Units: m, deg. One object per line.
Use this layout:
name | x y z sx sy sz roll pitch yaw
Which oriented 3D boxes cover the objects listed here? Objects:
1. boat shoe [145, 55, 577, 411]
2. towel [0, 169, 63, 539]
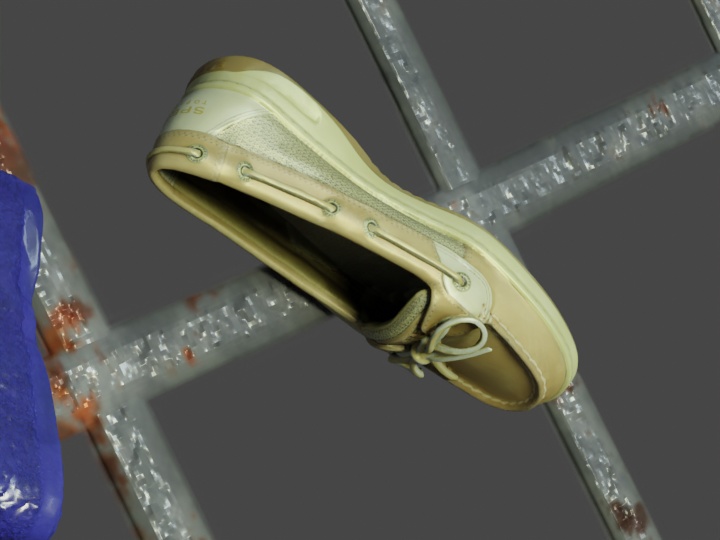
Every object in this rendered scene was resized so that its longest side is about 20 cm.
boat shoe | 0.001 -0.001 1.148 0.201 0.073 0.063 42 52 -18
towel | -0.194 0.012 0.961 0.200 0.050 0.148 19 49 -38
